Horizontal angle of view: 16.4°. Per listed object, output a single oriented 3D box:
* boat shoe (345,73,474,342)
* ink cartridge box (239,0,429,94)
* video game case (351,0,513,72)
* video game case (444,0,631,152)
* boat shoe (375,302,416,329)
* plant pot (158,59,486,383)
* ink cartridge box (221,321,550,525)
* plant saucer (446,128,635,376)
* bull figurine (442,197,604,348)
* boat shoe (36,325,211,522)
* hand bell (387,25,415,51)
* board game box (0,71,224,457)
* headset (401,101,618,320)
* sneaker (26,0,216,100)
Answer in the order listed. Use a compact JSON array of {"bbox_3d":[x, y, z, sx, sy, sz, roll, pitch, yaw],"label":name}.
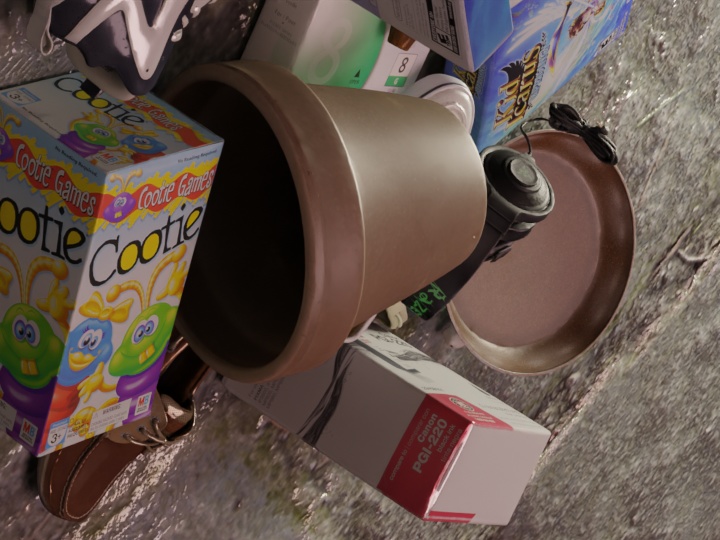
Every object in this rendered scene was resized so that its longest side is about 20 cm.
[{"bbox_3d":[0.028,-0.038,1.715,0.075,0.086,0.202,34,89,-36],"label":"boat shoe"},{"bbox_3d":[0.014,-0.209,1.661,0.161,0.050,0.200,-3,124,-57],"label":"ink cartridge box"},{"bbox_3d":[0.002,-0.232,1.471,0.045,0.181,0.200,-46,151,-21],"label":"video game case"},{"bbox_3d":[0.139,-0.200,1.827,0.181,0.045,0.200,-40,157,-27],"label":"video game case"},{"bbox_3d":[0.000,0.000,1.842,0.063,0.071,0.200,-55,157,4],"label":"boat shoe"},{"bbox_3d":[-0.020,-0.044,1.586,0.174,0.200,0.201,-14,132,-36],"label":"plant pot"},{"bbox_3d":[0.019,0.102,1.834,0.146,0.200,0.085,14,104,-61],"label":"ink cartridge box"},{"bbox_3d":[0.137,-0.016,2.006,0.200,0.032,0.201,-9,105,-35],"label":"plant saucer"},{"bbox_3d":[0.152,0.003,2.091,0.200,0.065,0.121,-49,156,-8],"label":"bull figurine"},{"bbox_3d":[-0.149,0.088,1.686,0.200,0.072,0.076,-60,152,7],"label":"boat shoe"},{"bbox_3d":[0.067,-0.239,1.648,0.104,0.104,0.200,10,110,-60],"label":"hand bell"},{"bbox_3d":[-0.174,-0.007,1.512,0.103,0.105,0.201,-19,135,-48],"label":"board game box"},{"bbox_3d":[0.106,-0.040,1.799,0.200,0.094,0.123,-56,-175,-23],"label":"headset"},{"bbox_3d":[-0.119,-0.161,1.465,0.199,0.079,0.130,-10,129,-54],"label":"sneaker"}]
